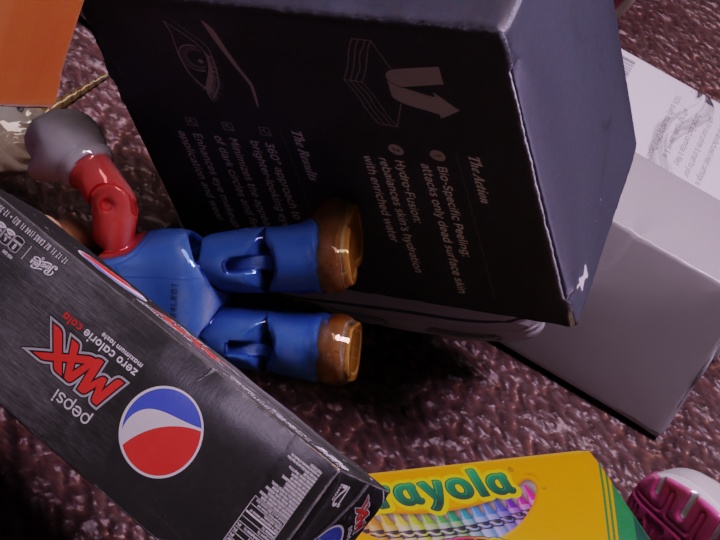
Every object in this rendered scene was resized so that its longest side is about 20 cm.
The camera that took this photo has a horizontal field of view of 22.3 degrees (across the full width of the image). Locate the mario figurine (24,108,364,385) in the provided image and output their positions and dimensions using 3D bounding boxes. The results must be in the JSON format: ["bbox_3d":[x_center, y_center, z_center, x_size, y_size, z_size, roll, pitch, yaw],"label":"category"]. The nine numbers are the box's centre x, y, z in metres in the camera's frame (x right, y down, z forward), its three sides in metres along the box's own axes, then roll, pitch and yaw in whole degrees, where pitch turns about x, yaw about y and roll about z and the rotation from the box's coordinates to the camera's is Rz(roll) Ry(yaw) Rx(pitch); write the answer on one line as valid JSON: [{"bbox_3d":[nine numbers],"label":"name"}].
[{"bbox_3d":[-0.097,0.001,0.819,0.199,0.106,0.124,4,67,6],"label":"mario figurine"}]

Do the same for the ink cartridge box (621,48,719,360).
[{"bbox_3d":[0.156,-0.055,1.073,0.199,0.084,0.145,30,35,4],"label":"ink cartridge box"}]

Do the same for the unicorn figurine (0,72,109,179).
[{"bbox_3d":[-0.227,-0.081,0.847,0.137,0.074,0.200,22,11,14],"label":"unicorn figurine"}]

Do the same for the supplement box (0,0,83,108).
[{"bbox_3d":[-0.211,-0.133,0.766,0.199,0.067,0.069,27,17,28],"label":"supplement box"}]

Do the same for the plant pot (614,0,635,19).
[{"bbox_3d":[0.153,-0.269,1.268,0.199,0.200,0.179,25,50,-2],"label":"plant pot"}]

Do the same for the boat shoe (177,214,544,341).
[{"bbox_3d":[0.000,0.000,0.925,0.199,0.067,0.074,17,61,21],"label":"boat shoe"}]

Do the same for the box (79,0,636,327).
[{"bbox_3d":[0.006,-0.089,0.817,0.199,0.197,0.118,10,57,22],"label":"box"}]

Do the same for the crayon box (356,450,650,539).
[{"bbox_3d":[0.040,0.145,0.768,0.199,0.058,0.119,-2,44,-34],"label":"crayon box"}]

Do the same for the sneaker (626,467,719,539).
[{"bbox_3d":[0.204,0.166,0.836,0.200,0.081,0.088,47,38,14],"label":"sneaker"}]

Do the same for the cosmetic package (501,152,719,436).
[{"bbox_3d":[0.107,-0.015,0.974,0.199,0.107,0.090,30,35,3],"label":"cosmetic package"}]

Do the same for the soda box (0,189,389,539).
[{"bbox_3d":[-0.088,0.047,0.699,0.200,0.063,0.071,37,-1,22],"label":"soda box"}]
